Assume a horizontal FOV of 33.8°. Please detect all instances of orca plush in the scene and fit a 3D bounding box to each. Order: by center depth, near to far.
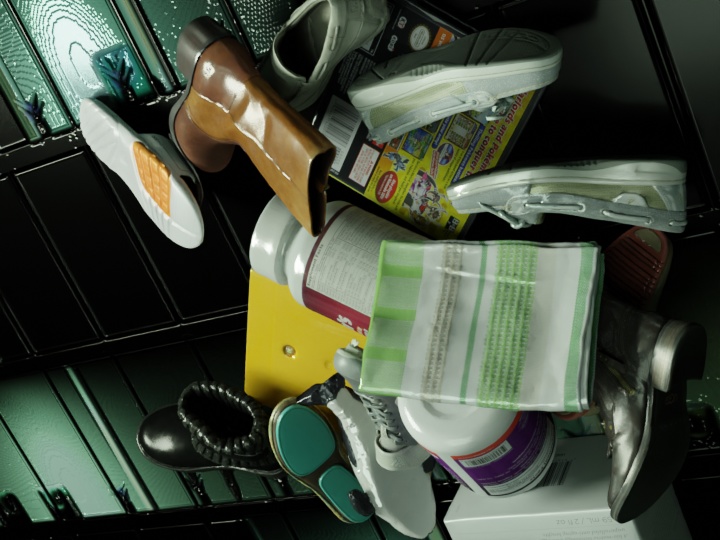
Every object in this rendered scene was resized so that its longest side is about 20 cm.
[{"bbox_3d":[0.004,0.191,1.225,0.200,0.106,0.071,43,163,-19],"label":"orca plush"}]

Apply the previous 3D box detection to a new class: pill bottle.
[{"bbox_3d":[0.115,0.140,1.090,0.111,0.114,0.200,4,156,25],"label":"pill bottle"},{"bbox_3d":[0.000,0.000,1.130,0.198,0.109,0.111,25,129,21],"label":"pill bottle"}]

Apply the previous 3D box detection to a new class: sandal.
[{"bbox_3d":[-0.209,-0.114,1.209,0.207,0.059,0.080,47,142,21],"label":"sandal"}]

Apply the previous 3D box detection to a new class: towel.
[{"bbox_3d":[0.101,0.041,1.004,0.198,0.151,0.031,2,156,19],"label":"towel"}]

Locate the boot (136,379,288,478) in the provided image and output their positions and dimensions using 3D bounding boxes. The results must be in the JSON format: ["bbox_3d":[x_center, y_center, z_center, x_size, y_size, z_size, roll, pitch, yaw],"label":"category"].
[{"bbox_3d":[-0.178,0.173,1.311,0.209,0.080,0.158,1,161,18],"label":"boot"}]

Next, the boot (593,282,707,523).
[{"bbox_3d":[0.203,0.096,1.030,0.173,0.069,0.202,25,107,44],"label":"boot"}]

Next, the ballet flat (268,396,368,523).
[{"bbox_3d":[-0.049,0.197,1.273,0.070,0.071,0.201,-10,132,31],"label":"ballet flat"}]

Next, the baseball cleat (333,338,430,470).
[{"bbox_3d":[0.032,0.136,1.126,0.069,0.199,0.107,24,88,42],"label":"baseball cleat"}]

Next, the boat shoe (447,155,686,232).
[{"bbox_3d":[0.173,-0.060,1.002,0.199,0.074,0.066,-3,99,10],"label":"boat shoe"}]

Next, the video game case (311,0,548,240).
[{"bbox_3d":[0.053,-0.139,1.075,0.180,0.026,0.201,31,128,7],"label":"video game case"}]

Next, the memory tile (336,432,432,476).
[{"bbox_3d":[0.012,0.182,1.305,0.152,0.017,0.202,15,125,18],"label":"memory tile"}]

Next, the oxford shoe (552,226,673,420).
[{"bbox_3d":[0.236,0.046,1.084,0.071,0.074,0.201,50,127,41],"label":"oxford shoe"}]

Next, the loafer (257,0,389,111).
[{"bbox_3d":[-0.052,-0.194,1.046,0.200,0.069,0.071,-38,73,50],"label":"loafer"}]

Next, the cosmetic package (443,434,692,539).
[{"bbox_3d":[0.221,0.286,1.197,0.198,0.123,0.201,-12,115,32],"label":"cosmetic package"}]

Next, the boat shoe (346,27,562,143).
[{"bbox_3d":[0.082,-0.152,0.993,0.200,0.075,0.065,-9,120,34],"label":"boat shoe"}]

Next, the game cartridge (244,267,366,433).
[{"bbox_3d":[-0.026,0.091,1.241,0.198,0.032,0.178,17,126,14],"label":"game cartridge"}]

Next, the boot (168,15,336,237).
[{"bbox_3d":[-0.090,-0.108,1.084,0.200,0.068,0.189,47,145,23],"label":"boot"}]
